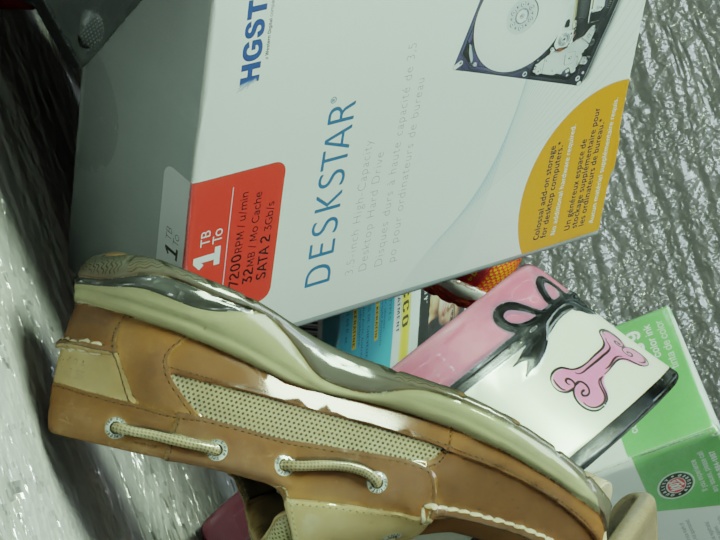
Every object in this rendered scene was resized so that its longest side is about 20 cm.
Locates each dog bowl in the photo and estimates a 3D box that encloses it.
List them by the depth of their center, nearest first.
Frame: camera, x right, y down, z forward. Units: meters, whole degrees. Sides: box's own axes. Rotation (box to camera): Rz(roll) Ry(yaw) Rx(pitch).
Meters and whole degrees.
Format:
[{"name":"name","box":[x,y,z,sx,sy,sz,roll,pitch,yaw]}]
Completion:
[{"name":"dog bowl","box":[0.024,0.075,1.087,0.074,0.200,0.200,51,6,2]}]

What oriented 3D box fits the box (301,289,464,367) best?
[{"name":"box","box":[0.000,0.000,1.268,0.200,0.049,0.082,-30,124,-69]}]

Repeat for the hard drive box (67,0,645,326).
[{"name":"hard drive box","box":[0.001,-0.071,1.012,0.077,0.200,0.156,41,-44,40]}]

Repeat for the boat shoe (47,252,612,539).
[{"name":"boat shoe","box":[-0.015,0.062,0.940,0.074,0.200,0.076,-68,-165,-9]}]

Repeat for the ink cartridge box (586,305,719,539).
[{"name":"ink cartridge box","box":[0.090,0.119,1.423,0.145,0.200,0.088,61,9,-52]}]

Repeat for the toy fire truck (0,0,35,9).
[{"name":"toy fire truck","box":[-0.094,-0.118,1.096,0.200,0.112,0.168,-101,-167,-49]}]

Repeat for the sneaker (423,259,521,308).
[{"name":"sneaker","box":[0.042,-0.056,1.215,0.073,0.077,0.200,24,21,-26]}]

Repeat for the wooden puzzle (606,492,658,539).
[{"name":"wooden puzzle","box":[0.086,0.189,1.022,0.200,0.046,0.185,-37,124,-79]}]

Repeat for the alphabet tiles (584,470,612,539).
[{"name":"alphabet tiles","box":[0.051,0.177,1.113,0.196,0.015,0.200,-31,141,-49]}]

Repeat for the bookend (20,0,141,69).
[{"name":"bookend","box":[-0.121,-0.189,0.941,0.200,0.199,0.092,20,-29,35]}]
